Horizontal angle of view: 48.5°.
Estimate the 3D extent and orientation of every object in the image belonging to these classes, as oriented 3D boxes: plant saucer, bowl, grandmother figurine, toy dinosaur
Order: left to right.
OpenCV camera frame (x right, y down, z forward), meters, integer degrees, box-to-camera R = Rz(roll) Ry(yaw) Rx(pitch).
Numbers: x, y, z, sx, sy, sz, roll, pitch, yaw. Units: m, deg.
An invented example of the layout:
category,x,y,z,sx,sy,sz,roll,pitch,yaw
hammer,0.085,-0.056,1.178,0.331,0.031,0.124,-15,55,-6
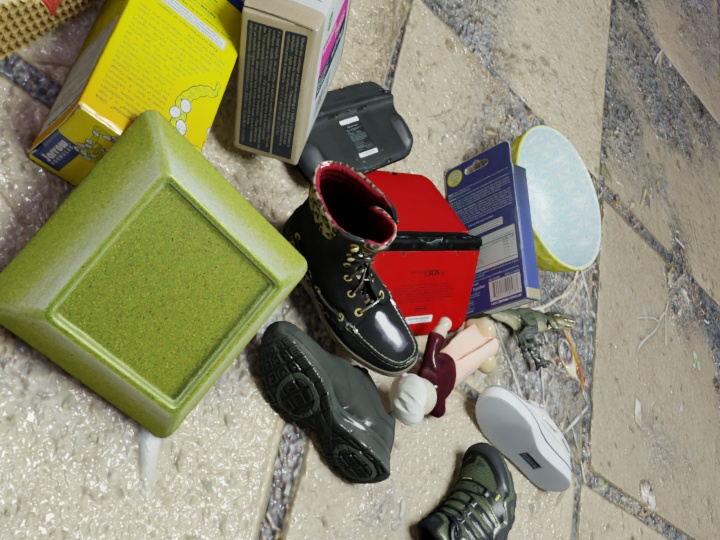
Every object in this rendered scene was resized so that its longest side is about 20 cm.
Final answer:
category,x,y,z,sx,sy,sz,roll,pitch,yaw
plant saucer,-0.156,0.016,0.636,0.201,0.048,0.200,-50,121,-8
grandmother figurine,0.096,0.115,0.913,0.199,0.059,0.124,-30,113,-51
toy dinosaur,0.227,0.082,1.085,0.197,0.047,0.090,17,50,-40
bowl,0.236,-0.086,1.106,0.197,0.106,0.205,17,65,-40

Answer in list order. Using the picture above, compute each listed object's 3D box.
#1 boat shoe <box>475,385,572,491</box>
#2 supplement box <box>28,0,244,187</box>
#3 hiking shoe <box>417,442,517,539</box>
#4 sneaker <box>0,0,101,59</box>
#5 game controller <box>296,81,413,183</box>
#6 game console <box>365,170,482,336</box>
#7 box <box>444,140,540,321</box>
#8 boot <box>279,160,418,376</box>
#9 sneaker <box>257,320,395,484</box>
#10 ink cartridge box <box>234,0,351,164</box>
category,x,y,z,sx,sy,sz,roll,pitch,yaw
boat shoe,0.209,0.201,1.015,0.201,0.072,0.066,53,40,-31
supplement box,-0.189,-0.169,0.706,0.109,0.108,0.204,33,55,-31
hiking shoe,0.112,0.278,0.878,0.100,0.075,0.204,37,54,-34
sneaker,-0.293,-0.245,0.664,0.090,0.075,0.200,45,46,-3
game controller,-0.014,-0.160,0.925,0.198,0.042,0.106,-27,92,-46
game console,0.041,-0.021,0.952,0.197,0.117,0.177,-2,108,-45
box,0.163,-0.049,1.009,0.032,0.120,0.205,9,70,-37
boot,0.000,0.000,0.772,0.072,0.151,0.202,-31,78,-26
sneaker,-0.030,0.121,0.803,0.202,0.075,0.092,56,35,-24
ink cartridge box,-0.061,-0.238,0.802,0.073,0.166,0.203,17,51,0
